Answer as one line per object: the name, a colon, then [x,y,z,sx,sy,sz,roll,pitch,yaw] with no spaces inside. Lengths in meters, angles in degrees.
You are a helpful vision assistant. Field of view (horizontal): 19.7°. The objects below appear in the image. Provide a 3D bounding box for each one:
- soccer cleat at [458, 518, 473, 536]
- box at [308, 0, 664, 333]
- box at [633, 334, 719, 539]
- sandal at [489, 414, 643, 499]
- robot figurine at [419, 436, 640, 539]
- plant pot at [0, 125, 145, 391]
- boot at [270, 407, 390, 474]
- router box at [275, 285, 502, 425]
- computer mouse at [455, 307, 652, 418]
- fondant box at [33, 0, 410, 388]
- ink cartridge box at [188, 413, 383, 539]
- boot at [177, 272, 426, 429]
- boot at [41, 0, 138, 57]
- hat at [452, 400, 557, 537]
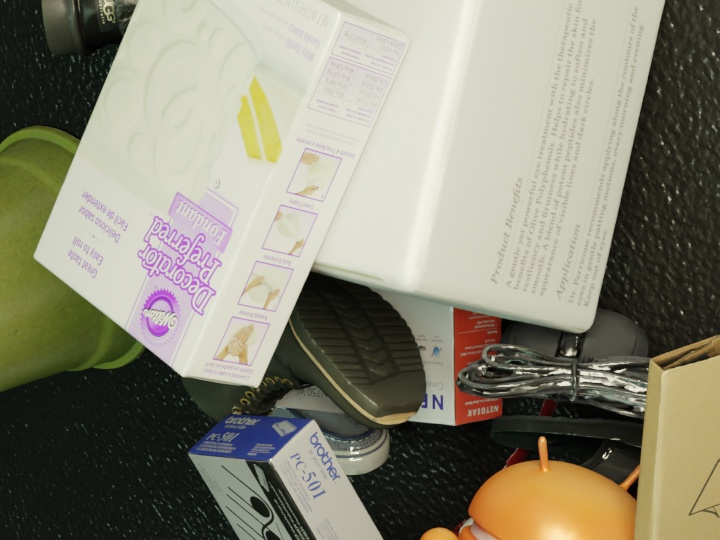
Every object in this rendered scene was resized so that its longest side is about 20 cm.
soccer cleat: [0.113,0.236,1.266,0.086,0.070,0.202,-14,81,5]
box: [0.028,-0.088,1.146,0.199,0.171,0.201,13,90,40]
box: [0.217,0.116,1.127,0.021,0.162,0.201,39,137,48]
sandal: [0.160,0.118,1.227,0.199,0.075,0.048,7,77,33]
robot figurine: [0.101,0.196,1.176,0.143,0.117,0.202,20,96,13]
plant pot: [-0.285,0.016,1.569,0.200,0.184,0.202,24,128,35]
boot: [-0.058,0.058,1.442,0.199,0.073,0.091,32,137,31]
router box: [0.000,0.000,1.326,0.199,0.049,0.181,2,94,43]
computer mouse: [0.130,0.048,1.189,0.137,0.200,0.053,5,91,6]
fondant box: [-0.076,-0.062,1.079,0.144,0.058,0.201,33,105,40]
ink cartridge box: [-0.022,0.183,1.295,0.094,0.044,0.201,-1,124,53]
boot: [-0.040,0.068,1.295,0.200,0.077,0.139,51,130,43]
boot: [-0.116,-0.184,1.357,0.156,0.211,0.080,-6,110,3]
hat: [0.101,0.182,1.389,0.165,0.177,0.200,38,162,-15]
